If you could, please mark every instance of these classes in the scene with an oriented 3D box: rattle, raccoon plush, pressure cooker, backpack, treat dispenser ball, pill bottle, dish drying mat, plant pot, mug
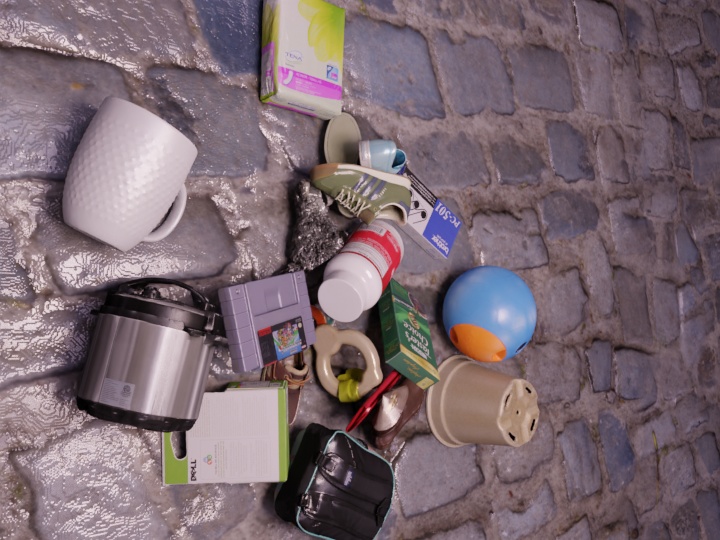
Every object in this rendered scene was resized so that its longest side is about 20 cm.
[{"bbox_3d":[-0.026,0.136,1.176,0.202,0.130,0.142,54,34,12],"label":"rattle"},{"bbox_3d":[-0.111,-0.066,1.098,0.200,0.096,0.135,-46,107,-30],"label":"raccoon plush"},{"bbox_3d":[-0.292,0.113,0.887,0.173,0.177,0.205,17,79,-33],"label":"pressure cooker"},{"bbox_3d":[-0.042,0.379,1.095,0.198,0.152,0.179,32,69,-27],"label":"backpack"},{"bbox_3d":[0.273,0.091,1.327,0.197,0.199,0.207,1,88,-38],"label":"treat dispenser ball"},{"bbox_3d":[0.000,0.000,1.128,0.114,0.110,0.201,61,34,-19],"label":"pill bottle"},{"bbox_3d":[0.039,0.225,1.158,0.018,0.077,0.199,38,33,10],"label":"dish drying mat"},{"bbox_3d":[0.271,0.290,1.331,0.197,0.181,0.206,2,87,-39],"label":"plant pot"},{"bbox_3d":[-0.325,-0.117,0.903,0.179,0.145,0.200,-65,154,-10],"label":"mug"}]

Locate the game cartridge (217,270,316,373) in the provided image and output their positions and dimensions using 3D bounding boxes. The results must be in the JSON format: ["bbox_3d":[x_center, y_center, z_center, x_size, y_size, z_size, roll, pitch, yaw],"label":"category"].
[{"bbox_3d":[-0.139,0.077,0.986,0.199,0.038,0.133,-15,90,-61],"label":"game cartridge"}]

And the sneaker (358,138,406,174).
[{"bbox_3d":[0.048,-0.192,1.169,0.200,0.080,0.076,19,68,-81],"label":"sneaker"}]

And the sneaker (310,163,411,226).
[{"bbox_3d":[0.007,-0.127,1.096,0.196,0.067,0.092,5,71,-27],"label":"sneaker"}]

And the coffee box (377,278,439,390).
[{"bbox_3d":[0.090,0.119,1.209,0.122,0.044,0.202,40,28,-31],"label":"coffee box"}]

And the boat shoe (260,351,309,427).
[{"bbox_3d":[-0.125,0.176,1.085,0.071,0.071,0.206,5,85,-38],"label":"boat shoe"}]

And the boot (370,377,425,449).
[{"bbox_3d":[0.078,0.240,1.179,0.188,0.063,0.201,-57,163,-24],"label":"boot"}]

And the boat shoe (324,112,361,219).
[{"bbox_3d":[-0.027,-0.192,1.180,0.073,0.066,0.205,-11,79,-5],"label":"boat shoe"}]

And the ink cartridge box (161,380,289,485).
[{"bbox_3d":[-0.216,0.261,1.015,0.194,0.076,0.152,-1,91,-4],"label":"ink cartridge box"}]

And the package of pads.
[{"bbox_3d":[-0.105,-0.390,1.122,0.152,0.067,0.206,5,85,-40],"label":"package of pads"}]

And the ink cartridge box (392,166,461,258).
[{"bbox_3d":[0.126,-0.119,1.315,0.199,0.044,0.096,39,67,-31],"label":"ink cartridge box"}]
